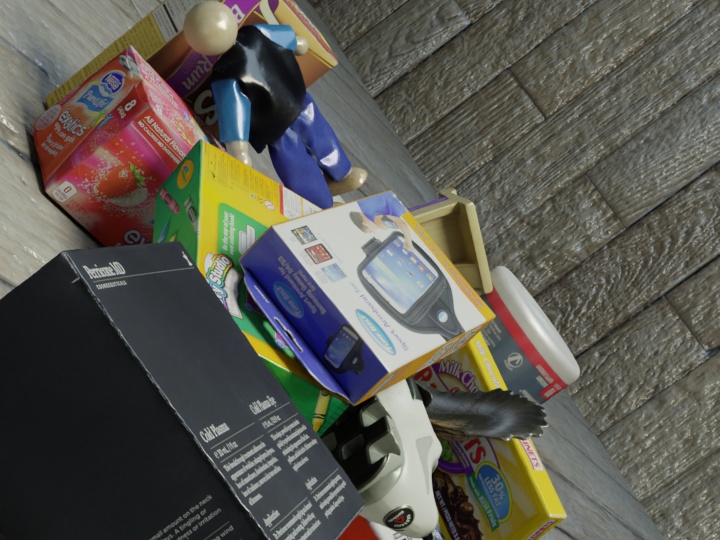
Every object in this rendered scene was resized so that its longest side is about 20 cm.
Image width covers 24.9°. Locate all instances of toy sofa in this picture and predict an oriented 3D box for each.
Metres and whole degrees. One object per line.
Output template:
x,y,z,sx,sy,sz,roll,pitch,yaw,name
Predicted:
0.000,0.000,1.355,0.098,0.199,0.083,-147,-140,-68,toy sofa

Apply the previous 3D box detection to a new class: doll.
-0.067,-0.119,1.221,0.200,0.048,0.137,56,45,-34,doll

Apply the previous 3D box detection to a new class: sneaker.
0.011,0.100,1.094,0.089,0.074,0.200,44,24,-32,sneaker

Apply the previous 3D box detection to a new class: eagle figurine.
0.020,0.121,1.224,0.200,0.152,0.151,36,34,15,eagle figurine

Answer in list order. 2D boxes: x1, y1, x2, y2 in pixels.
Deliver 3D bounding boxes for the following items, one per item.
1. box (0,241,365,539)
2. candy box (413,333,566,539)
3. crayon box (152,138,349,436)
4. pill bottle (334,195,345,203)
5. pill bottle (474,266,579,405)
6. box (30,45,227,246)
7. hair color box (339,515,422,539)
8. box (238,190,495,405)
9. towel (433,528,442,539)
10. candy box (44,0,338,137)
-0.103,0.089,0.815,0.182,0.104,0.200,55,8,4,box
0.082,0.133,1.282,0.026,0.102,0.200,12,44,-45,candy box
-0.074,0.014,1.065,0.119,0.058,0.200,30,30,-24,crayon box
-0.006,0.028,1.532,0.200,0.116,0.116,54,9,3,pill bottle
0.077,0.100,1.408,0.120,0.200,0.120,51,9,-12,pill bottle
-0.138,-0.053,1.200,0.200,0.100,0.096,47,10,-38,box
-0.039,0.135,1.117,0.200,0.061,0.101,54,10,11,hair color box
0.004,0.015,1.064,0.119,0.041,0.200,51,25,9,box
0.062,0.223,1.285,0.200,0.024,0.145,-117,-172,-48,towel
-0.131,-0.148,1.276,0.117,0.200,0.057,46,12,-42,candy box
